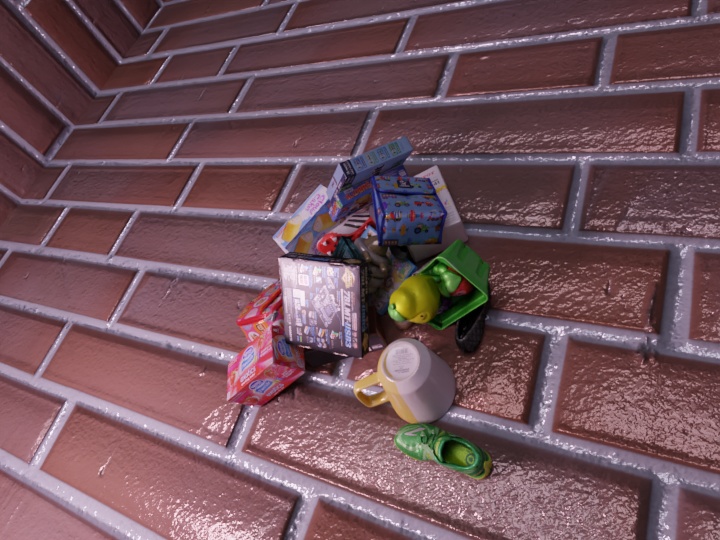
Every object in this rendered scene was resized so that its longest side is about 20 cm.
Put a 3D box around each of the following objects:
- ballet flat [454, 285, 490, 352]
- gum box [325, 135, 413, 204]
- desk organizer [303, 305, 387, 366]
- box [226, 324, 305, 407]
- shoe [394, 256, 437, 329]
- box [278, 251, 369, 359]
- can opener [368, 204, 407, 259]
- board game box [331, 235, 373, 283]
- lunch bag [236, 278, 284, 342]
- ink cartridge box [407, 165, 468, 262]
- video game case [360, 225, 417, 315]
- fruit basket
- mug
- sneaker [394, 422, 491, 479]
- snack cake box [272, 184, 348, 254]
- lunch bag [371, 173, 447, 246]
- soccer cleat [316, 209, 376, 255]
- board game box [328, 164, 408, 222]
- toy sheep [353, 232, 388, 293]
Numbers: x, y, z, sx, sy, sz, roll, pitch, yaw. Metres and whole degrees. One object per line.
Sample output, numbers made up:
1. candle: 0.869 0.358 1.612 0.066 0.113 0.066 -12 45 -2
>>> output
1. ballet flat: 0.246 0.080 1.136 0.065 0.057 0.204 -1 59 26
2. gum box: 0.019 -0.252 1.326 0.197 0.170 0.045 -27 84 -20
3. desk organizer: -0.040 0.155 1.227 0.196 0.072 0.078 -17 50 17
4. box: -0.223 0.227 1.213 0.199 0.094 0.101 -40 43 32
5. shoe: 0.141 0.045 1.216 0.069 0.054 0.202 25 73 37
6. box: -0.076 0.072 1.107 0.194 0.205 0.050 6 18 25
7. can opener: 0.065 -0.101 1.284 0.051 0.068 0.201 4 33 -21
8. board game box: -0.048 0.045 1.169 0.203 0.028 0.136 -62 40 28
9. lunch bag: -0.195 0.087 1.290 0.173 0.083 0.201 -17 23 38
10. ink cartridge box: 0.167 -0.143 1.308 0.145 0.086 0.203 -24 53 12
11. video game case: 0.038 -0.004 1.303 0.144 0.018 0.200 -53 49 9
12. fruit basket: 0.153 0.055 1.086 0.155 0.216 0.217 39 77 -3
13. mug: 0.093 0.228 1.056 0.187 0.154 0.149 -46 51 -8
14. sneaker: 0.153 0.334 0.998 0.196 0.084 0.075 7 62 31
15. snack cake box: -0.132 -0.118 1.427 0.067 0.115 0.201 33 78 39
16. lunch bag: 0.105 -0.158 1.220 0.146 0.096 0.203 -2 44 -7
17. soccer cleat: -0.029 -0.109 1.404 0.196 0.069 0.086 -27 42 5
18. board game box: 0.018 -0.200 1.359 0.197 0.135 0.035 -27 85 -18
19. toy sheep: 0.000 0.000 1.236 0.201 0.136 0.139 -51 47 17
